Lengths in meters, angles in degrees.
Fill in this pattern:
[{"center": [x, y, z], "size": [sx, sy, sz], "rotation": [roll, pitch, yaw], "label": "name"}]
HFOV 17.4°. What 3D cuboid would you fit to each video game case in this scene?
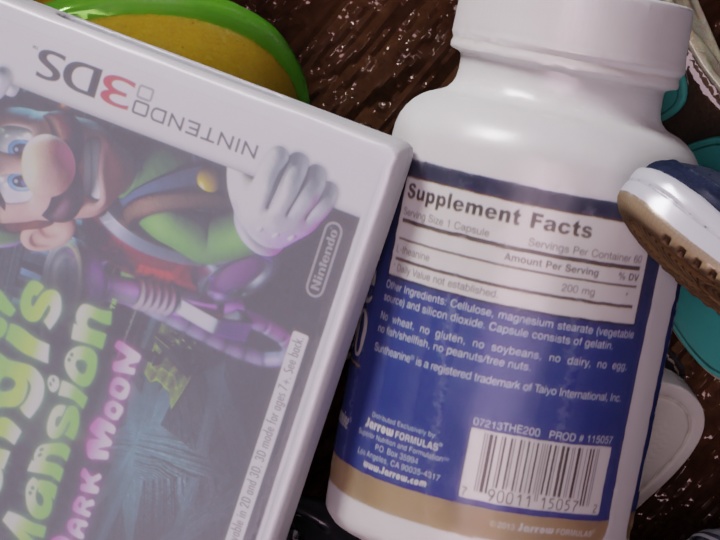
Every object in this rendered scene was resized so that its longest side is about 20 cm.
[{"center": [-0.095, 0.020, 0.821], "size": [0.181, 0.023, 0.201], "rotation": [21, 102, 13], "label": "video game case"}]

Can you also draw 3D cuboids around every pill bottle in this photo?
[{"center": [0.057, 0.000, 0.826], "size": [0.110, 0.111, 0.201], "rotation": [11, 96, 5], "label": "pill bottle"}]

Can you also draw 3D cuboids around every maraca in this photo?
[{"center": [-0.116, -0.045, 0.892], "size": [0.199, 0.107, 0.138], "rotation": [-15, 135, 1], "label": "maraca"}]

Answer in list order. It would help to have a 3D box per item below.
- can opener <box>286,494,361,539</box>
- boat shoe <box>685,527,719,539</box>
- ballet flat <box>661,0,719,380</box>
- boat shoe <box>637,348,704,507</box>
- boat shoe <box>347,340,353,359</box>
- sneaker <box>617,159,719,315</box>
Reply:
[{"center": [-0.065, 0.127, 0.895], "size": [0.199, 0.064, 0.079], "rotation": [-11, 145, 32], "label": "can opener"}, {"center": [0.079, 0.168, 0.895], "size": [0.071, 0.090, 0.201], "rotation": [59, 141, 28], "label": "boat shoe"}, {"center": [0.126, -0.057, 0.887], "size": [0.067, 0.062, 0.201], "rotation": [-16, 100, 33], "label": "ballet flat"}, {"center": [0.047, 0.093, 0.935], "size": [0.074, 0.060, 0.200], "rotation": [34, 111, -33], "label": "boat shoe"}, {"center": [0.000, 0.000, 0.917], "size": [0.199, 0.064, 0.071], "rotation": [-27, 98, 12], "label": "boat shoe"}, {"center": [0.188, -0.006, 0.757], "size": [0.199, 0.070, 0.109], "rotation": [32, 88, 2], "label": "sneaker"}]
